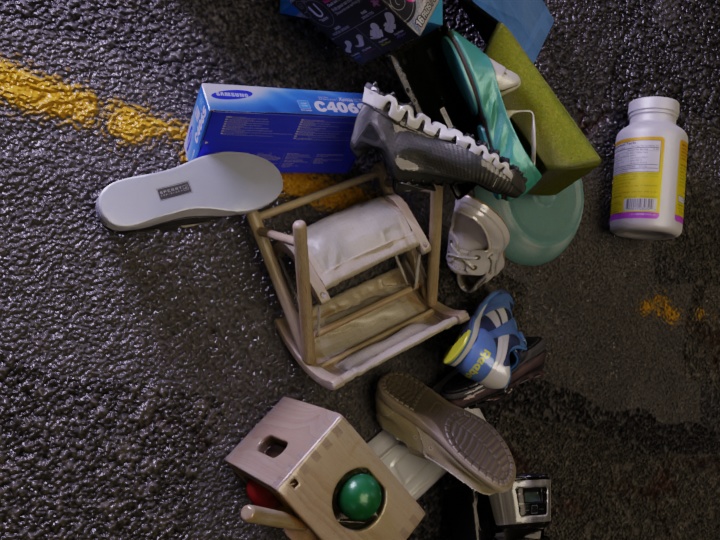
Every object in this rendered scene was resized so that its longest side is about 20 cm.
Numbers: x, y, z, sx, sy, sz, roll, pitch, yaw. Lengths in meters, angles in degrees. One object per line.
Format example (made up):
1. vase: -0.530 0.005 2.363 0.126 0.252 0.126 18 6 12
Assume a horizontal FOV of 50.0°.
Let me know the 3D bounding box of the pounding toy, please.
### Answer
1. pounding toy: -0.053 0.241 0.823 0.142 0.200 0.184 -46 109 -22

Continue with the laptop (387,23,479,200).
1. laptop: 0.093 -0.192 0.939 0.200 0.103 0.178 -41 108 -43

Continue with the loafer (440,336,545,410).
1. loafer: 0.185 0.148 1.020 0.199 0.072 0.063 -23 102 -41

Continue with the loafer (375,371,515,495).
1. loafer: 0.099 0.203 0.943 0.200 0.069 0.076 38 43 18

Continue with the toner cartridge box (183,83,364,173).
1. toner cartridge box: -0.089 -0.156 0.870 0.199 0.095 0.043 -3 55 -30

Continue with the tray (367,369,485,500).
1. tray: 0.085 0.227 1.002 0.200 0.022 0.108 -35 104 -25

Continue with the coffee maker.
1. coffee maker: 0.168 0.366 0.976 0.134 0.191 0.201 21 56 -47

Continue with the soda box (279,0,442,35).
1. soda box: 0.003 -0.340 0.947 0.199 0.064 0.068 1 88 -29

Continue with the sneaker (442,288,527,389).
1. sneaker: 0.167 0.088 0.978 0.082 0.074 0.200 35 30 7

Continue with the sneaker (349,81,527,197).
1. sneaker: 0.076 -0.114 0.815 0.199 0.066 0.091 28 102 -3

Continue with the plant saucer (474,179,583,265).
1. plant saucer: 0.251 -0.108 1.095 0.199 0.036 0.202 1 89 -29

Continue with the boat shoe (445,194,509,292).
1. boat shoe: 0.140 -0.024 0.962 0.069 0.071 0.200 -51 154 -12

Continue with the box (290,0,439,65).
1. box: 0.034 -0.353 0.852 0.114 0.132 0.201 35 72 -25

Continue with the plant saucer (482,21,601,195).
1. plant saucer: 0.193 -0.180 0.961 0.048 0.200 0.201 -34 87 -4

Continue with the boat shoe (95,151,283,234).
1. boat shoe: -0.184 -0.076 0.835 0.199 0.066 0.070 -18 86 -24

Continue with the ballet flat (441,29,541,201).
1. ballet flat: 0.154 -0.180 0.867 0.070 0.067 0.201 -21 100 0

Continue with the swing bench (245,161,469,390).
1. swing bench: 0.000 0.000 0.899 0.198 0.129 0.201 -23 113 -28

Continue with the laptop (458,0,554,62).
1. laptop: 0.222 -0.323 1.016 0.116 0.200 0.187 -40 130 10

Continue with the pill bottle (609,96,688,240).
1. pill bottle: 0.433 -0.152 1.159 0.104 0.104 0.202 9 84 -28
